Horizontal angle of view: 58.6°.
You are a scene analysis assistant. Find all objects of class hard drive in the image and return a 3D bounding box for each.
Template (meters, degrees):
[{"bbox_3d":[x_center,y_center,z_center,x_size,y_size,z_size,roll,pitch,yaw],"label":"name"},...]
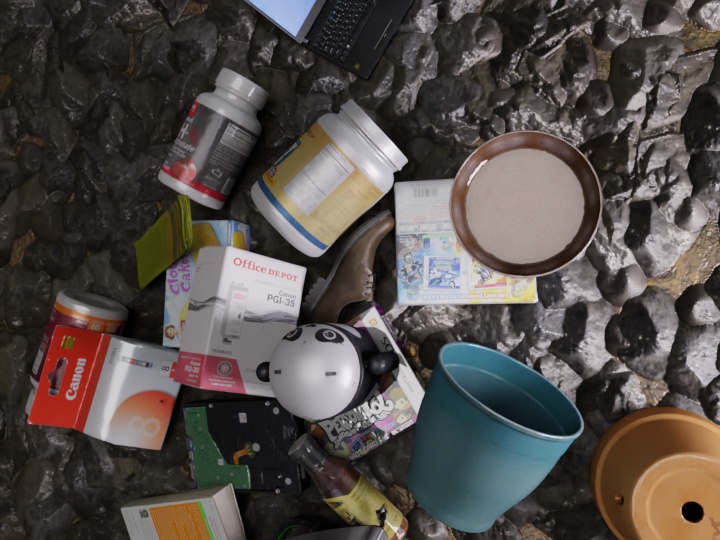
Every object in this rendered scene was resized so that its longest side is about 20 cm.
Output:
[{"bbox_3d":[-0.176,0.266,0.981,0.200,0.038,0.140,-8,89,23],"label":"hard drive"}]

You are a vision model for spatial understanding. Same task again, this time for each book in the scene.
[{"bbox_3d":[-0.272,0.413,0.989,0.200,0.048,0.134,-16,90,25],"label":"book"}]

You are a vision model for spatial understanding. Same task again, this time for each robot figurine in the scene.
[{"bbox_3d":[-0.042,0.129,0.852,0.150,0.200,0.125,-46,74,8],"label":"robot figurine"}]

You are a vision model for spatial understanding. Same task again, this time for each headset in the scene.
[{"bbox_3d":[-0.040,0.435,0.950,0.200,0.094,0.124,8,93,30],"label":"headset"}]

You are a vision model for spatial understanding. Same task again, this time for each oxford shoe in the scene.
[{"bbox_3d":[0.000,0.000,0.957,0.084,0.073,0.200,37,108,12],"label":"oxford shoe"}]

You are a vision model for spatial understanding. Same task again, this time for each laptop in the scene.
[{"bbox_3d":[-0.038,-0.425,0.972,0.200,0.103,0.177,32,95,14],"label":"laptop"}]

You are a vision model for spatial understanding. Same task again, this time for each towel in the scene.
[{"bbox_3d":[-0.312,-0.041,1.001,0.200,0.018,0.086,-28,64,47],"label":"towel"}]

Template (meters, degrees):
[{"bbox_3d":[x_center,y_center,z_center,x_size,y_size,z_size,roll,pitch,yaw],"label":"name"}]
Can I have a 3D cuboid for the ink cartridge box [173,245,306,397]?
[{"bbox_3d":[-0.173,0.075,0.934,0.083,0.146,0.200,-2,76,49],"label":"ink cartridge box"}]

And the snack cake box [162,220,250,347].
[{"bbox_3d":[-0.243,0.023,1.017,0.115,0.067,0.200,1,87,14],"label":"snack cake box"}]

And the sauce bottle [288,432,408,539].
[{"bbox_3d":[-0.020,0.315,0.917,0.200,0.066,0.066,44,98,-3],"label":"sauce bottle"}]

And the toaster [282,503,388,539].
[{"bbox_3d":[-0.037,0.436,0.839,0.180,0.119,0.200,-15,89,12],"label":"toaster"}]

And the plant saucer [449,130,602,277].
[{"bbox_3d":[0.222,-0.089,0.876,0.200,0.034,0.201,-1,86,12],"label":"plant saucer"}]

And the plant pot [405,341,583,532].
[{"bbox_3d":[0.157,0.228,0.847,0.200,0.200,0.188,28,109,14],"label":"plant pot"}]

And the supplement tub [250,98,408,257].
[{"bbox_3d":[-0.044,-0.134,0.935,0.200,0.145,0.145,-43,78,8],"label":"supplement tub"}]

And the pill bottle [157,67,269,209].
[{"bbox_3d":[-0.224,-0.206,1.003,0.111,0.111,0.200,29,94,14],"label":"pill bottle"}]

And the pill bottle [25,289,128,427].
[{"bbox_3d":[-0.462,0.142,1.041,0.114,0.114,0.200,20,92,15],"label":"pill bottle"}]

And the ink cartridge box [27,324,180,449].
[{"bbox_3d":[-0.386,0.182,0.994,0.050,0.200,0.163,18,92,60],"label":"ink cartridge box"}]

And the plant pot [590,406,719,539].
[{"bbox_3d":[0.397,0.280,0.799,0.200,0.140,0.201,-1,85,15],"label":"plant pot"}]

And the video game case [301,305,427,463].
[{"bbox_3d":[-0.012,0.180,0.963,0.200,0.036,0.181,-33,78,11],"label":"video game case"}]

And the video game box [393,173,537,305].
[{"bbox_3d":[0.151,-0.041,0.930,0.200,0.047,0.183,-2,83,14],"label":"video game box"}]
